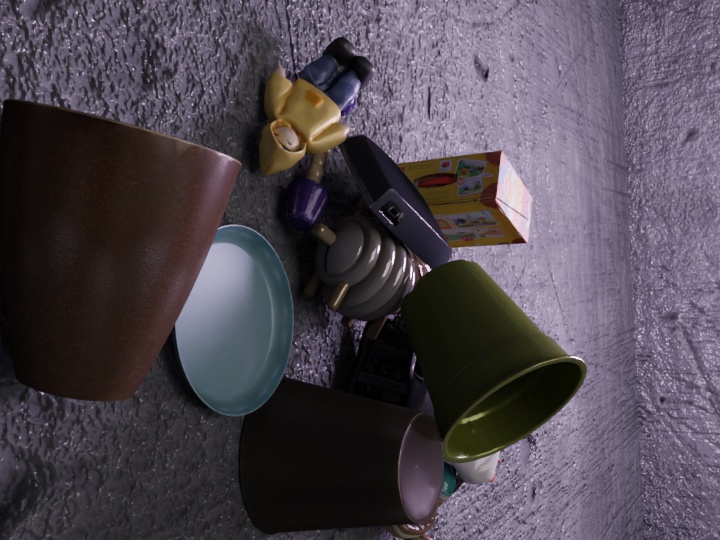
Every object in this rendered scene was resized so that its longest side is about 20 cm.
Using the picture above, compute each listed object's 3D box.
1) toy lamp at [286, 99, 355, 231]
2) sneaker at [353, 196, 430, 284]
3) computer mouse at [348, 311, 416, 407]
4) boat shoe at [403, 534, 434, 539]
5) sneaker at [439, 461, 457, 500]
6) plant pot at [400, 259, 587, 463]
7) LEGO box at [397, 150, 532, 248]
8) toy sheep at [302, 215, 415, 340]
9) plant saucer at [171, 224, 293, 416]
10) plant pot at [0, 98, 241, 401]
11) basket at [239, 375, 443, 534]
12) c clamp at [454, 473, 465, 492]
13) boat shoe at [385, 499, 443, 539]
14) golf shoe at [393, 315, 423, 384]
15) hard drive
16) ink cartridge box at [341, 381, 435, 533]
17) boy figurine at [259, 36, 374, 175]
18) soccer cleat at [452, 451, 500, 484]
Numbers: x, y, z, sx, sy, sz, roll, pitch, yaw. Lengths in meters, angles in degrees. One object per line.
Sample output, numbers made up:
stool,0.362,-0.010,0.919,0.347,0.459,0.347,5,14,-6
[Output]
toy lamp,-0.053,-0.143,0.988,0.058,0.057,0.204,47,46,-47
sneaker,0.040,-0.019,1.137,0.076,0.069,0.202,-47,120,-37
computer mouse,0.041,0.130,1.090,0.053,0.136,0.203,113,-3,-66
boat shoe,0.098,0.455,1.161,0.075,0.074,0.204,-55,144,-26
sneaker,0.114,0.257,1.136,0.081,0.070,0.200,-61,-177,10
plant pot,0.139,0.096,0.956,0.199,0.199,0.192,31,23,-54
LEGO box,0.140,-0.099,1.174,0.149,0.196,0.079,39,55,-52
toy sheep,0.000,0.000,0.997,0.200,0.135,0.141,42,53,-49
plant saucer,-0.139,0.053,0.848,0.199,0.027,0.205,9,80,-60
plant pot,-0.205,-0.008,0.621,0.186,0.184,0.205,10,93,-58
basket,-0.017,0.210,0.875,0.135,0.196,0.185,9,79,-59
c clamp,0.175,0.268,1.271,0.171,0.027,0.204,144,-35,-80
boat shoe,0.067,0.341,1.124,0.073,0.075,0.199,66,21,10
golf shoe,0.119,0.151,1.179,0.199,0.078,0.095,39,36,-10
hard drive,0.050,-0.087,1.010,0.200,0.042,0.136,39,22,-51
ink cartridge box,0.059,0.239,1.047,0.201,0.043,0.198,-57,175,-47
boy figurine,-0.066,-0.196,0.939,0.124,0.064,0.201,44,57,-10
soccer cleat,0.179,0.204,1.114,0.078,0.068,0.202,46,49,-28
